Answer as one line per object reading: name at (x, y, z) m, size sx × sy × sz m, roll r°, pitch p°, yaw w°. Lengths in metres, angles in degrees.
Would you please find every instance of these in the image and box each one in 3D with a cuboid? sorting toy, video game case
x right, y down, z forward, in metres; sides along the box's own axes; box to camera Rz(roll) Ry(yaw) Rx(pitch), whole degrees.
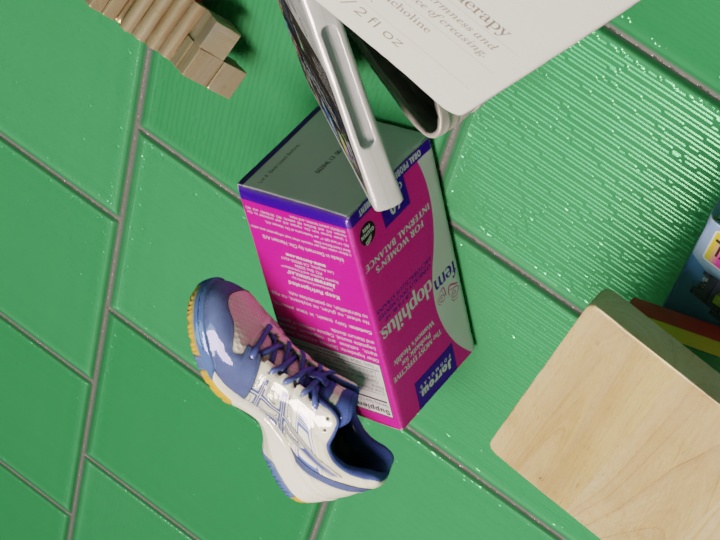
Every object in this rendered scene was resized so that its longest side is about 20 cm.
sorting toy at (0.204, 0.108, 1.349) m, size 0.199 × 0.070 × 0.200 m, roll 39°, pitch 148°, yaw 7°
video game case at (-0.030, -0.158, 1.378) m, size 0.200 × 0.023 × 0.182 m, roll -117°, pitch 6°, yaw -57°

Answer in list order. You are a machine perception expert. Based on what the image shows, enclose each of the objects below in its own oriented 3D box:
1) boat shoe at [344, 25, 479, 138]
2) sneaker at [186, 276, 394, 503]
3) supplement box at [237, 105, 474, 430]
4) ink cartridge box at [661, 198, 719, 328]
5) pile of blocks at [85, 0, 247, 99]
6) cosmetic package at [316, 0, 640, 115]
boat shoe at (0.010, -0.175, 1.382) m, size 0.072 × 0.066 × 0.200 m, roll -7°, pitch 121°, yaw 49°
sneaker at (-0.044, 0.079, 1.535) m, size 0.088 × 0.075 × 0.200 m, roll -9°, pitch 127°, yaw 36°
supplement box at (0.000, 0.000, 1.545) m, size 0.103 × 0.101 × 0.200 m, roll 18°, pitch 139°, yaw 33°
ink cartridge box at (0.257, 0.041, 1.353) m, size 0.136 × 0.076 × 0.200 m, roll 35°, pitch 146°, yaw 13°
pile of blocks at (-0.156, -0.206, 1.539) m, size 0.200 × 0.082 × 0.062 m, roll 36°, pitch 103°, yaw -4°
cosmetic package at (0.074, -0.221, 1.155) m, size 0.167 × 0.166 × 0.200 m, roll 37°, pitch 148°, yaw -15°
